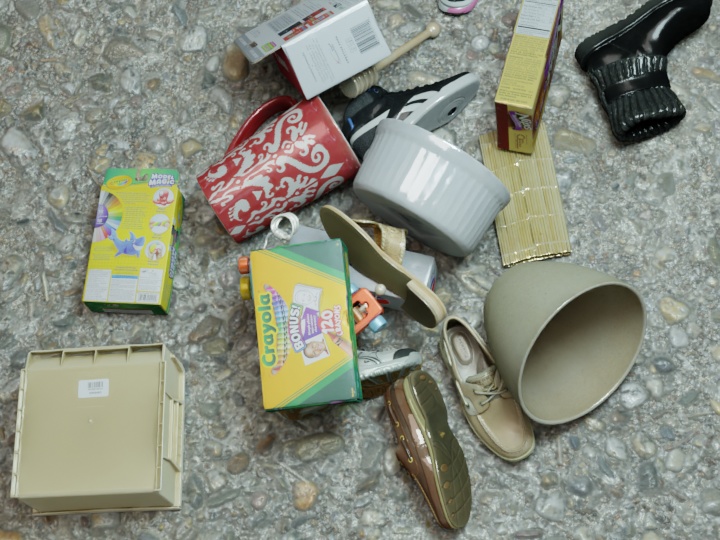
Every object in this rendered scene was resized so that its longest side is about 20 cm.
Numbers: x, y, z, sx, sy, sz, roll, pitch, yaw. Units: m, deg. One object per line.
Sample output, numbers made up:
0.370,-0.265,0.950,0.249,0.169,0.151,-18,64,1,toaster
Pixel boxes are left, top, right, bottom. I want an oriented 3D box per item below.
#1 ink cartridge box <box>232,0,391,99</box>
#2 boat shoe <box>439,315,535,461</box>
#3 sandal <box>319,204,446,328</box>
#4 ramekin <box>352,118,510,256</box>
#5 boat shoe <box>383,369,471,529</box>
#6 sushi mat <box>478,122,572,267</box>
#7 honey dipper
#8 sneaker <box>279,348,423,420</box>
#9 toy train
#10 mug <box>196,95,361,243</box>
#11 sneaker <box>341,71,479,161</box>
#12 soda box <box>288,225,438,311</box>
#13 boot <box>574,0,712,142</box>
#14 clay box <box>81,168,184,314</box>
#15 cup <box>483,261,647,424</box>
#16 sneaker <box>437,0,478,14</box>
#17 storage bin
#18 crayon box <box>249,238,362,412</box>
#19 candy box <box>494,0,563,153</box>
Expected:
-0.071,-0.307,1.746,0.174,0.200,0.084,-28,112,-2,ink cartridge box
0.156,0.148,1.611,0.072,0.065,0.201,-26,68,-2,boat shoe
0.043,-0.020,1.630,0.212,0.078,0.070,44,62,13,sandal
0.086,-0.102,1.650,0.199,0.201,0.098,29,84,17,ramekin
0.083,0.229,1.597,0.067,0.072,0.202,-27,73,33,boat shoe
0.223,-0.105,1.726,0.095,0.012,0.202,-10,68,6,sushi mat
0.048,-0.299,1.778,0.038,0.038,0.200,40,54,19,honey dipper
-0.021,0.121,1.643,0.198,0.076,0.088,-15,61,-2,sneaker
-0.064,0.030,1.645,0.150,0.056,0.200,-44,79,-1,toy train
-0.116,-0.141,1.746,0.199,0.178,0.134,-33,112,-1,mug
0.059,-0.239,1.768,0.199,0.073,0.112,-37,68,-6,sneaker
0.000,0.000,1.690,0.198,0.064,0.069,13,73,13,soda box
0.410,-0.277,1.726,0.210,0.079,0.159,-30,61,8,boot
-0.310,-0.042,1.759,0.114,0.048,0.202,2,69,9,clay box
0.234,0.068,1.581,0.200,0.201,0.143,-39,44,-8,cup
0.164,-0.472,1.833,0.080,0.086,0.202,11,71,10,sneaker
-0.337,0.205,1.646,0.198,0.094,0.200,-4,68,7,storage bin
-0.068,0.069,1.582,0.118,0.058,0.202,-7,81,6,crayon box
0.230,-0.276,1.726,0.056,0.117,0.202,12,66,14,candy box
